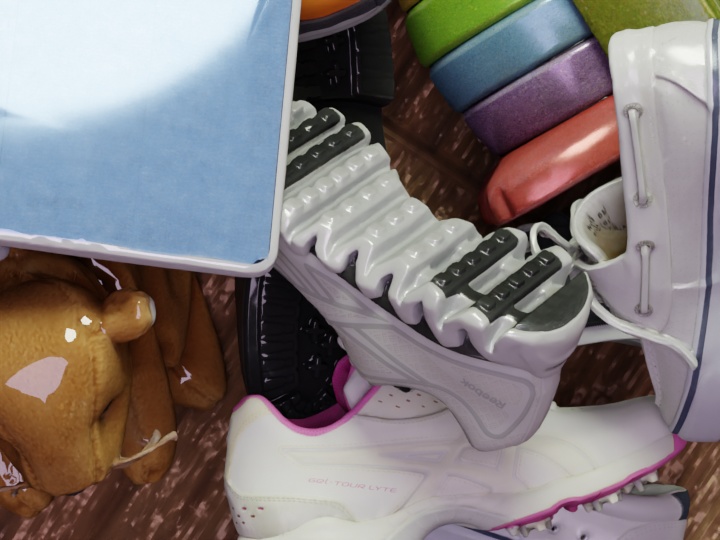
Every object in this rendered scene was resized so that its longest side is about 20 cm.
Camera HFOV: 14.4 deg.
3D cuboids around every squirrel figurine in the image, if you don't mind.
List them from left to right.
[{"bbox_3d":[-0.135,0.003,1.167,0.141,0.187,0.201,-7,97,0],"label":"squirrel figurine"}]

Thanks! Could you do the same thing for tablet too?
[{"bbox_3d":[-0.087,-0.102,1.090,0.129,0.014,0.201,7,77,-11],"label":"tablet"}]

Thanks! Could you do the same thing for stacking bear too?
[{"bbox_3d":[0.055,-0.133,1.198,0.113,0.121,0.201,-30,91,1],"label":"stacking bear"}]

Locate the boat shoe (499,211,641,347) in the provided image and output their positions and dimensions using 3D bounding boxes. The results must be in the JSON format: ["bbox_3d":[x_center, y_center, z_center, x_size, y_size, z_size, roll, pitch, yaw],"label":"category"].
[{"bbox_3d":[0.084,0.005,1.210,0.199,0.075,0.061,-2,93,-33],"label":"boat shoe"}]

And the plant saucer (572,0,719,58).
[{"bbox_3d":[0.170,-0.163,1.141,0.199,0.048,0.201,-33,92,-12],"label":"plant saucer"}]

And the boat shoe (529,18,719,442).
[{"bbox_3d":[0.109,-0.012,1.113,0.085,0.075,0.203,3,136,6],"label":"boat shoe"}]

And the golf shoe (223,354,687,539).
[{"bbox_3d":[0.038,0.071,1.172,0.199,0.075,0.092,-14,88,-14],"label":"golf shoe"}]

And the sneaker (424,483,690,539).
[{"bbox_3d":[0.050,0.093,1.248,0.199,0.073,0.071,20,87,-12],"label":"sneaker"}]

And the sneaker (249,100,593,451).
[{"bbox_3d":[0.000,0.000,1.121,0.200,0.075,0.081,35,137,30],"label":"sneaker"}]

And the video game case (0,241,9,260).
[{"bbox_3d":[-0.231,-0.040,1.156,0.199,0.183,0.022,-26,140,20],"label":"video game case"}]

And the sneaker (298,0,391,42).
[{"bbox_3d":[-0.082,-0.153,1.148,0.199,0.112,0.078,14,79,27],"label":"sneaker"}]

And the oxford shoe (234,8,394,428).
[{"bbox_3d":[-0.027,-0.026,1.221,0.072,0.084,0.201,6,84,-29],"label":"oxford shoe"}]
